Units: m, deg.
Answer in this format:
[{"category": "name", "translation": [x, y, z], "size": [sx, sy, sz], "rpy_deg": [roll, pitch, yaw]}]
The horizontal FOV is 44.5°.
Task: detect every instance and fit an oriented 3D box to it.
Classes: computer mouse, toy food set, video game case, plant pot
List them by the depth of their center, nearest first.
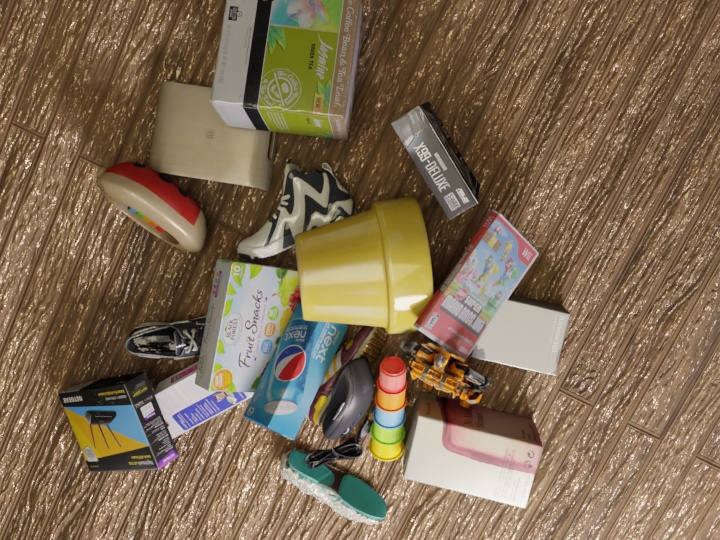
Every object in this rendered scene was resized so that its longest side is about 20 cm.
[{"category": "video game case", "translation": [0.172, 0.026, 1.282], "size": [0.017, 0.143, 0.200], "rpy_deg": [34, 89, 42]}, {"category": "plant pot", "translation": [0.000, 0.000, 1.317], "size": [0.188, 0.201, 0.202], "rpy_deg": [-7, 99, -3]}, {"category": "toy food set", "translation": [-0.232, -0.211, 1.392], "size": [0.199, 0.060, 0.144], "rpy_deg": [9, 89, 2]}, {"category": "computer mouse", "translation": [-0.003, 0.232, 1.403], "size": [0.046, 0.140, 0.201], "rpy_deg": [32, 108, 34]}]

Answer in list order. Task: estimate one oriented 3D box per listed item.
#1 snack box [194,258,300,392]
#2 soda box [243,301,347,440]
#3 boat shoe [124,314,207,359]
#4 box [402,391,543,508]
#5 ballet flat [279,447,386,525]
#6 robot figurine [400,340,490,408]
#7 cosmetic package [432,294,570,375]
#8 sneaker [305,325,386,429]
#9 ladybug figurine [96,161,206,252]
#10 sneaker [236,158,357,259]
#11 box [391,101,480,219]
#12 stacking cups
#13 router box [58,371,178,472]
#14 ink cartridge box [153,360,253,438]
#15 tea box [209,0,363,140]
[{"category": "snack box", "translation": [-0.173, 0.089, 1.383], "size": [0.142, 0.053, 0.201], "rpy_deg": [8, 94, -39]}, {"category": "soda box", "translation": [-0.101, 0.157, 1.382], "size": [0.064, 0.068, 0.201], "rpy_deg": [13, 72, 43]}, {"category": "boat shoe", "translation": [-0.286, 0.111, 1.440], "size": [0.199, 0.068, 0.072], "rpy_deg": [-1, 100, 4]}, {"category": "box", "translation": [0.175, 0.282, 1.400], "size": [0.199, 0.128, 0.109], "rpy_deg": [14, 100, 2]}, {"category": "ballet flat", "translation": [-0.049, 0.367, 1.475], "size": [0.200, 0.072, 0.072], "rpy_deg": [32, 101, 1]}, {"category": "robot figurine", "translation": [0.130, 0.159, 1.337], "size": [0.145, 0.200, 0.058], "rpy_deg": [24, 82, 18]}, {"category": "cosmetic package", "translation": [0.219, 0.089, 1.384], "size": [0.199, 0.090, 0.107], "rpy_deg": [11, 97, 6]}, {"category": "sneaker", "translation": [-0.038, 0.152, 1.424], "size": [0.090, 0.075, 0.200], "rpy_deg": [30, 85, 27]}, {"category": "ladybug figurine", "translation": [-0.319, -0.105, 1.374], "size": [0.200, 0.136, 0.072], "rpy_deg": [38, 73, -28]}, {"category": "sneaker", "translation": [-0.117, -0.104, 1.383], "size": [0.198, 0.079, 0.130], "rpy_deg": [-21, 96, 8]}, {"category": "box", "translation": [0.114, -0.166, 1.291], "size": [0.050, 0.200, 0.158], "rpy_deg": [-30, 96, 13]}, {"category": "stacking cups", "translation": [0.047, 0.214, 1.391], "size": [0.060, 0.061, 0.201], "rpy_deg": [6, 129, 4]}, {"category": "router box", "translation": [-0.397, 0.250, 1.435], "size": [0.199, 0.051, 0.150], "rpy_deg": [-13, 100, 41]}, {"category": "ink cartridge box", "translation": [-0.262, 0.201, 1.455], "size": [0.199, 0.037, 0.095], "rpy_deg": [-30, 121, 7]}, {"category": "tea box", "translation": [-0.102, -0.314, 1.296], "size": [0.196, 0.134, 0.201], "rpy_deg": [6, 85, 2]}]
